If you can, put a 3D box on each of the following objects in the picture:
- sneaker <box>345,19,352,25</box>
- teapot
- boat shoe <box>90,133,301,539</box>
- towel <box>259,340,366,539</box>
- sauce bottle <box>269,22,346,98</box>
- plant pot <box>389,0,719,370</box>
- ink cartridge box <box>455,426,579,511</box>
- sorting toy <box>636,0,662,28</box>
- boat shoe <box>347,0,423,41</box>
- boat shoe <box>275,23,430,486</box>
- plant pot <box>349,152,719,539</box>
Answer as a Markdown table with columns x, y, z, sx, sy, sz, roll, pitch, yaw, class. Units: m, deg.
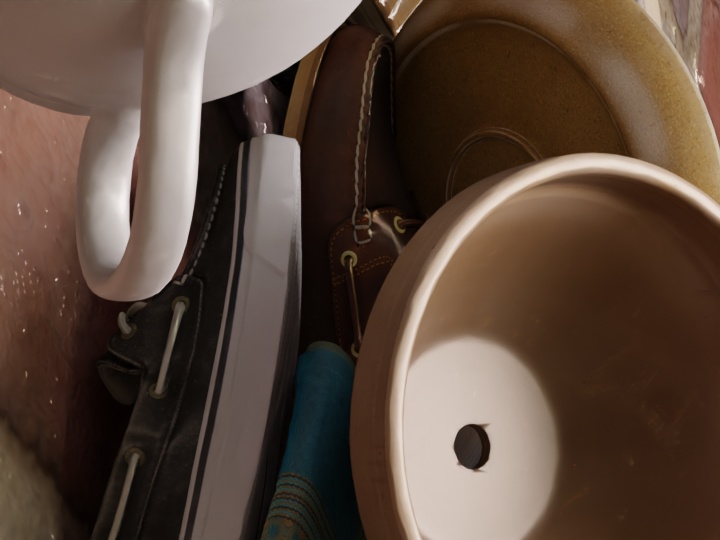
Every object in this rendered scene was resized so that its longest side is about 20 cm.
| x | y | z | sx | sy | sz | roll | pitch | yaw | class |
| --- | --- | --- | --- | --- | --- | --- | --- | --- | --- |
| 0.002 | -0.042 | 1.116 | 0.077 | 0.075 | 0.201 | 17 | 63 | -49 | sneaker |
| -0.079 | -0.118 | 0.788 | 0.200 | 0.197 | 0.146 | -45 | 167 | -40 | teapot |
| -0.062 | 0.037 | 0.889 | 0.072 | 0.070 | 0.201 | 86 | 11 | -61 | boat shoe |
| -0.013 | 0.142 | 0.877 | 0.201 | 0.022 | 0.147 | -76 | 154 | -46 | towel |
| -0.054 | -0.119 | 0.977 | 0.200 | 0.066 | 0.066 | 34 | 52 | -66 | sauce bottle |
| 0.064 | -0.027 | 0.994 | 0.027 | 0.199 | 0.201 | -15 | 99 | -41 | plant pot |
| 0.052 | 0.114 | 1.056 | 0.100 | 0.039 | 0.200 | -60 | -171 | 7 | ink cartridge box |
| 0.142 | -0.037 | 1.368 | 0.200 | 0.036 | 0.186 | 119 | -28 | -59 | sorting toy |
| -0.015 | -0.163 | 1.051 | 0.071 | 0.064 | 0.200 | -56 | 129 | -28 | boat shoe |
| 0.000 | 0.000 | 1.005 | 0.070 | 0.070 | 0.201 | -21 | 119 | -68 | boat shoe |
| 0.066 | 0.063 | 0.891 | 0.200 | 0.093 | 0.202 | 6 | 80 | -34 | plant pot |
